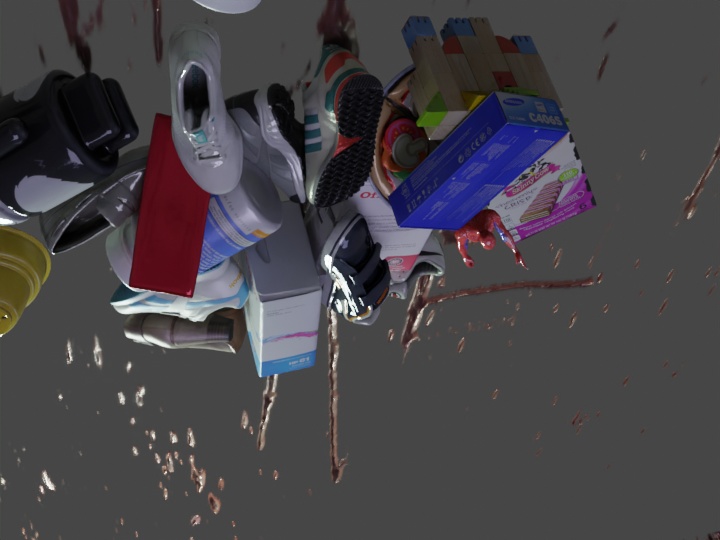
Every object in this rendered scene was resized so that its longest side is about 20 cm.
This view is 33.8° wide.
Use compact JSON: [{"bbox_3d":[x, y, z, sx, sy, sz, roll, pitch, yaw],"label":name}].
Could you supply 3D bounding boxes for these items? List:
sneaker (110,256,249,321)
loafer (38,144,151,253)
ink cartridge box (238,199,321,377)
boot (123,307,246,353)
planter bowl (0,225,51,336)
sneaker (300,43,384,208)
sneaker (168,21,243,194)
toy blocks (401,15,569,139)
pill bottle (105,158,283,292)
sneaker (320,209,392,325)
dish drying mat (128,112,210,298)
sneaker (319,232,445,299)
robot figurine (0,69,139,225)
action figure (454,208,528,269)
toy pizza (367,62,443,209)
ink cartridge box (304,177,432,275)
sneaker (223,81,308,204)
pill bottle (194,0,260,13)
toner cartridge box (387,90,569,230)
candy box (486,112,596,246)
[{"bbox_3d":[-0.235,0.030,1.514,0.199,0.077,0.081,-11,128,31],"label":"sneaker"},{"bbox_3d":[-0.281,-0.081,1.367,0.199,0.070,0.070,-28,144,16],"label":"loafer"},{"bbox_3d":[-0.108,0.025,1.549,0.084,0.145,0.200,-11,149,-11],"label":"ink cartridge box"},{"bbox_3d":[-0.240,0.074,1.637,0.145,0.071,0.200,4,177,4],"label":"boot"},{"bbox_3d":[-0.475,0.033,1.445,0.199,0.084,0.201,-12,148,-8],"label":"planter bowl"},{"bbox_3d":[-0.031,-0.163,1.331,0.070,0.094,0.200,-15,143,-25],"label":"sneaker"},{"bbox_3d":[-0.166,-0.151,1.237,0.075,0.089,0.201,-9,129,-1],"label":"sneaker"},{"bbox_3d":[0.126,-0.216,1.297,0.199,0.137,0.100,-5,152,-28],"label":"toy blocks"},{"bbox_3d":[-0.201,-0.055,1.410,0.199,0.113,0.112,-28,148,17],"label":"pill bottle"},{"bbox_3d":[0.000,0.000,1.446,0.079,0.079,0.200,-53,166,-23],"label":"sneaker"},{"bbox_3d":[-0.209,-0.072,1.334,0.076,0.018,0.201,10,104,-5],"label":"dish drying mat"},{"bbox_3d":[0.023,0.005,1.610,0.199,0.089,0.074,-21,153,-8],"label":"sneaker"},{"bbox_3d":[-0.329,-0.125,1.219,0.199,0.125,0.150,-25,136,14],"label":"robot figurine"},{"bbox_3d":[0.146,-0.047,1.485,0.065,0.200,0.099,-27,110,2],"label":"action figure"},{"bbox_3d":[0.098,-0.150,1.380,0.199,0.032,0.201,-9,114,-20],"label":"toy pizza"},{"bbox_3d":[0.021,-0.085,1.496,0.145,0.085,0.200,-3,148,-22],"label":"ink cartridge box"},{"bbox_3d":[-0.103,-0.145,1.366,0.079,0.074,0.200,-5,150,14],"label":"sneaker"},{"bbox_3d":[-0.091,-0.327,1.020,0.115,0.116,0.200,2,145,-29],"label":"pill bottle"},{"bbox_3d":[0.124,-0.114,1.288,0.095,0.043,0.200,0,150,-39],"label":"toner cartridge box"},{"bbox_3d":[0.223,-0.123,1.552,0.136,0.061,0.200,-25,148,9],"label":"candy box"}]
